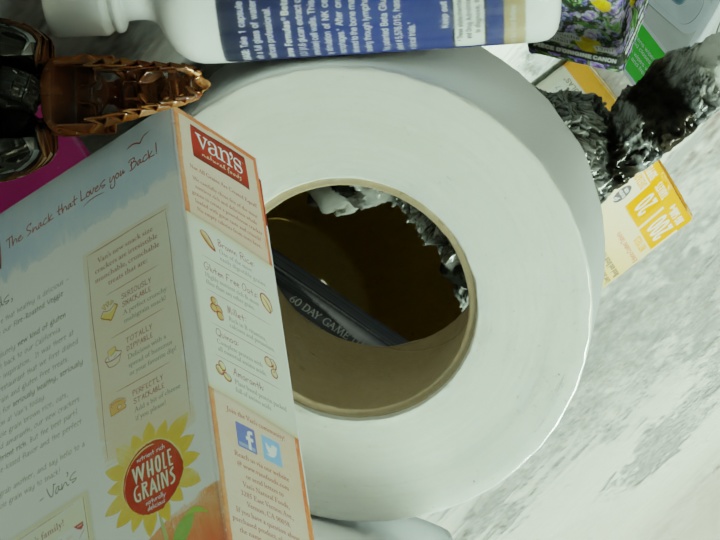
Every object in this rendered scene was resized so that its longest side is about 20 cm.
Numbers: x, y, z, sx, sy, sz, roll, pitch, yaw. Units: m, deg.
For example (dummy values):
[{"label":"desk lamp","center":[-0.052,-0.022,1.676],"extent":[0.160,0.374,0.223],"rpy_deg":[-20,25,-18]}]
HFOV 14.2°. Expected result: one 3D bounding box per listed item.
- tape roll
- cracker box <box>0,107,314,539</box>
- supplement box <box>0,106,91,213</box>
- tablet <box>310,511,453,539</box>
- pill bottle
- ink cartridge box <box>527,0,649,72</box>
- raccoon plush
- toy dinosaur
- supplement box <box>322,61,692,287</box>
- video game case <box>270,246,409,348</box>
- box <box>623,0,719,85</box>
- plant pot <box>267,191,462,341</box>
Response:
[{"label":"tape roll","center":[0.000,0.000,1.196],"extent":[0.203,0.202,0.071],"rpy_deg":[-47,-172,23]},{"label":"cracker box","center":[-0.093,0.055,1.085],"extent":[0.134,0.201,0.058],"rpy_deg":[-30,141,28]},{"label":"supplement box","center":[-0.156,0.004,1.282],"extent":[0.103,0.101,0.200],"rpy_deg":[-29,154,-11]},{"label":"tablet","center":[-0.055,0.098,1.221],"extent":[0.130,0.199,0.014],"rpy_deg":[-102,-153,-83]},{"label":"pill bottle","center":[-0.024,-0.138,1.124],"extent":[0.199,0.112,0.111],"rpy_deg":[-4,152,1]},{"label":"ink cartridge box","center":[0.108,-0.190,1.273],"extent":[0.200,0.050,0.109],"rpy_deg":[80,27,-59]},{"label":"raccoon plush","center":[0.063,-0.081,1.307],"extent":[0.200,0.134,0.097],"rpy_deg":[-39,-177,0]},{"label":"toy dinosaur","center":[-0.154,-0.071,1.104],"extent":[0.199,0.103,0.136],"rpy_deg":[-26,170,26]},{"label":"supplement box","center":[0.075,-0.013,1.589],"extent":[0.200,0.074,0.126],"rpy_deg":[-38,155,3]},{"label":"video game case","center":[-0.057,0.093,1.297],"extent":[0.200,0.143,0.019],"rpy_deg":[-51,-167,22]},{"label":"box","center":[0.226,-0.192,1.449],"extent":[0.199,0.097,0.177],"rpy_deg":[-19,153,-32]},{"label":"plant pot","center":[-0.021,0.009,1.398],"extent":[0.199,0.201,0.142],"rpy_deg":[-24,176,-24]}]
